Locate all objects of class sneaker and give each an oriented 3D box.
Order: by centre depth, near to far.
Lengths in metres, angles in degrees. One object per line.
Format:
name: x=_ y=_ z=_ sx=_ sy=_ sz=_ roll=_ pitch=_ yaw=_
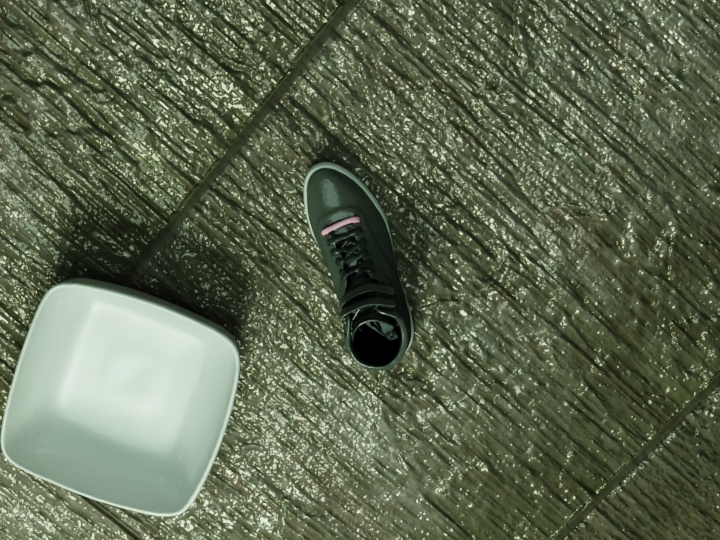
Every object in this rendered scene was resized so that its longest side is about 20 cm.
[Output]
sneaker: x=0.000 y=0.000 z=0.963 sx=0.070 sy=0.099 sz=0.202 roll=-20 pitch=102 yaw=7

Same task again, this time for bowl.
bowl: x=-0.219 y=0.112 z=1.004 sx=0.198 sy=0.075 sz=0.202 roll=20 pitch=104 yaw=-4
